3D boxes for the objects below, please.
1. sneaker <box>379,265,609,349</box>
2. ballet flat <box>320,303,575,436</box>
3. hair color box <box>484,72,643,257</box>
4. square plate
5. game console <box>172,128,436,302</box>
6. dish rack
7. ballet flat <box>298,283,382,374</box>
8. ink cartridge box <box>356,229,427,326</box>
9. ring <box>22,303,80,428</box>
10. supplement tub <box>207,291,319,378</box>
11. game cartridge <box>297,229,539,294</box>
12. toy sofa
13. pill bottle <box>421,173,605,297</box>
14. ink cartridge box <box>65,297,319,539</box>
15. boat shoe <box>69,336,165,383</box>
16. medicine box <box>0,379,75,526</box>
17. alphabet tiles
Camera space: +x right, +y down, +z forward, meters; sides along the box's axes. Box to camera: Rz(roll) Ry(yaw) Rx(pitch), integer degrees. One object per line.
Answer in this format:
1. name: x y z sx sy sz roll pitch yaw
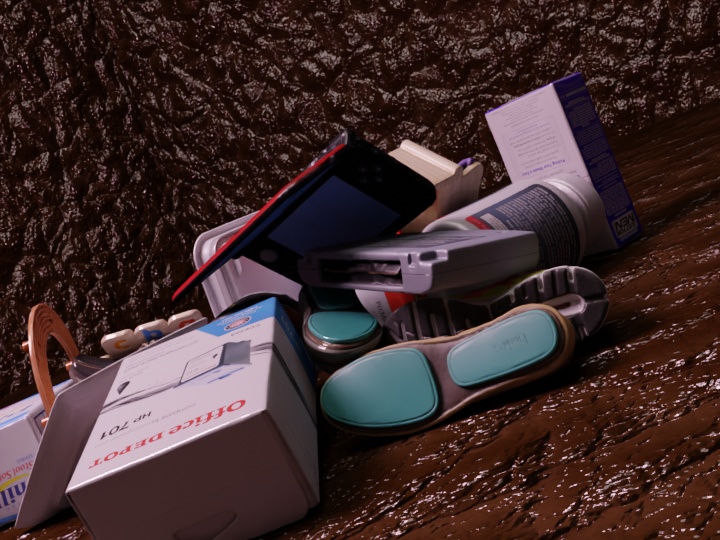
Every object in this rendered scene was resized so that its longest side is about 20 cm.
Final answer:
1. sneaker: 0.112 0.046 0.716 0.199 0.078 0.090 -15 0 25
2. ballet flat: 0.067 0.082 0.651 0.199 0.069 0.063 -19 -21 21
3. hair color box: 0.237 -0.115 1.018 0.065 0.201 0.109 -25 5 -38
4. square plate: -0.241 0.156 0.872 0.198 0.028 0.200 -31 -26 -54
5. game console: -0.050 -0.025 0.818 0.200 0.172 0.119 -37 36 38
6. dish rack: -0.101 0.033 1.011 0.043 0.201 0.172 -14 9 34
7. ballet flat: -0.019 0.056 0.760 0.067 0.064 0.200 -1 15 -7
8. ink cartridge box: 0.000 0.000 0.956 0.047 0.161 0.200 -19 -6 -20
9. ring: -0.330 0.134 0.968 0.019 0.201 0.200 -18 5 -6
10. supplement tub: -0.101 0.091 0.848 0.122 0.123 0.200 -23 5 4
11. game cartridge: 0.050 -0.010 0.754 0.133 0.042 0.200 -6 5 -33
12. toy sofa: 0.069 -0.041 0.974 0.097 0.200 0.083 -30 46 -33
13. pill bottle: 0.166 -0.029 0.922 0.200 0.120 0.119 -27 6 -34
14. ink cartridge box: -0.112 0.114 0.644 0.146 0.086 0.200 -23 18 4
15. boat shoe: -0.229 0.111 1.004 0.199 0.074 0.074 9 6 -15
16. medicine box: -0.411 0.221 0.990 0.182 0.103 0.200 -24 5 -3
17. alphabet tiles: -0.232 0.113 1.076 0.199 0.015 0.196 -16 -34 -3
